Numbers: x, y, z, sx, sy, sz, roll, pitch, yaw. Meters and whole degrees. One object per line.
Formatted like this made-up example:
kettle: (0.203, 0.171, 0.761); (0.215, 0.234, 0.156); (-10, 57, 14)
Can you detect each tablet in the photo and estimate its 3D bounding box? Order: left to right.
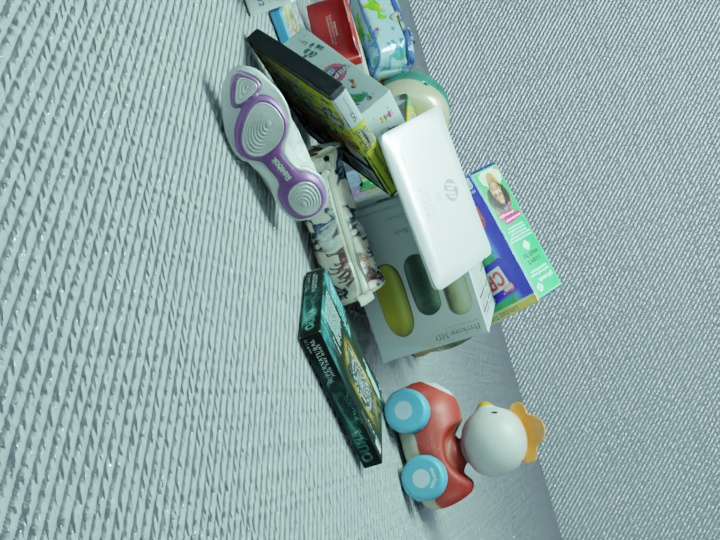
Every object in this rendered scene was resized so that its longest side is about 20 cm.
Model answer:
tablet: (0.095, -0.090, 1.441); (0.130, 0.014, 0.202); (-32, 106, -45)

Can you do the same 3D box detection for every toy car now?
toy car: (0.157, 0.226, 1.641); (0.184, 0.198, 0.179); (35, 40, -73)

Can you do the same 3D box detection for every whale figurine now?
whale figurine: (0.073, -0.245, 1.965); (0.104, 0.158, 0.201); (-76, -172, -46)

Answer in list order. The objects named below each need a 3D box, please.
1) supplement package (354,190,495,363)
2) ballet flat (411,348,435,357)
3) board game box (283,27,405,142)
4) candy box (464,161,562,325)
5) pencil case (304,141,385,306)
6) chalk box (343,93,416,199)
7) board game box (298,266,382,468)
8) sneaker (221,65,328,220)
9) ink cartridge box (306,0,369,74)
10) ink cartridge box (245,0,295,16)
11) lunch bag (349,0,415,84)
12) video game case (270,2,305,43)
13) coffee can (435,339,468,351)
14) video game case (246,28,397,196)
supplement package: (0.077, -0.010, 1.560); (0.151, 0.150, 0.202); (-53, 125, -75)
ballet flat: (0.070, 0.027, 1.707); (0.069, 0.062, 0.202); (-80, 152, -73)
board game box: (-0.018, -0.212, 1.547); (0.200, 0.064, 0.148); (43, -10, 39)
candy box: (0.167, -0.025, 1.671); (0.077, 0.169, 0.201); (-29, 88, -44)
pencil case: (-0.031, -0.056, 1.445); (0.089, 0.077, 0.202); (-150, -138, -80)
chalk box: (0.036, -0.166, 1.822); (0.201, 0.123, 0.125); (-84, 155, -58)
board game box: (-0.020, 0.114, 1.382); (0.136, 0.028, 0.201); (-88, 158, -59)
sneaker: (-0.106, -0.145, 1.292); (0.100, 0.074, 0.201); (58, -5, 50)
ink cartridge box: (-0.032, -0.343, 1.831); (0.200, 0.067, 0.117); (65, 10, -67)
ink cartridge box: (-0.124, -0.405, 1.534); (0.200, 0.067, 0.116); (-77, 148, -69)
lunch bag: (0.024, -0.376, 2.003); (0.200, 0.082, 0.162); (108, -35, -62)
video game case: (-0.081, -0.299, 1.719); (0.143, 0.018, 0.202); (-83, 154, -66)
coffee can: (0.105, 0.005, 1.851); (0.147, 0.145, 0.202); (59, 18, -50)
video game case: (-0.044, -0.195, 1.444); (0.200, 0.025, 0.181); (41, -10, 44)
